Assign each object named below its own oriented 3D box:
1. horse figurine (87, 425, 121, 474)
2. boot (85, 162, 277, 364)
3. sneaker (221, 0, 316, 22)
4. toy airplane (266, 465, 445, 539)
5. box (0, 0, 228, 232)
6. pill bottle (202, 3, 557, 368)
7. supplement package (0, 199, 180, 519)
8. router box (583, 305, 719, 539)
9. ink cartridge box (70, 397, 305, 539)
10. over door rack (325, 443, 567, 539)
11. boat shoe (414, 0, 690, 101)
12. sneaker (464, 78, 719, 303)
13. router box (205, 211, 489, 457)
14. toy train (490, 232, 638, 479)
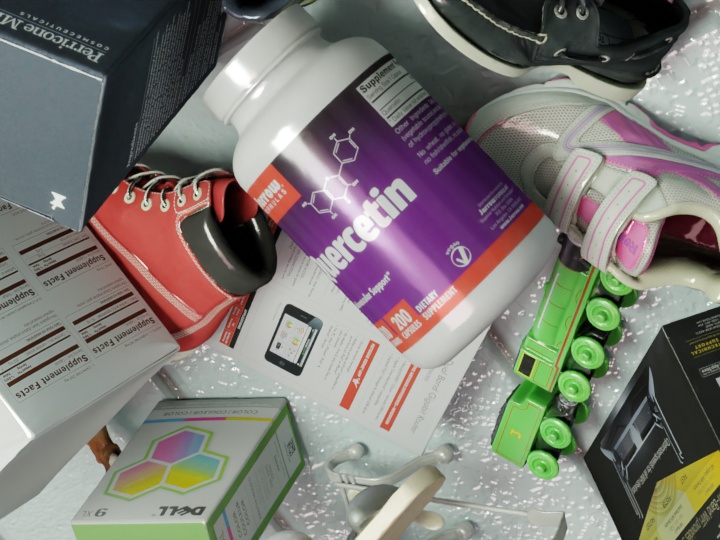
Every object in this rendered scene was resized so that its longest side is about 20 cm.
[{"bbox_3d":[-0.231,0.063,1.276,0.199,0.050,0.133,35,162,6],"label":"horse figurine"},{"bbox_3d":[-0.133,-0.056,1.133,0.201,0.072,0.144,53,136,4],"label":"boot"},{"bbox_3d":[-0.022,-0.213,0.995,0.073,0.081,0.201,26,127,3],"label":"sneaker"},{"bbox_3d":[-0.034,0.221,1.166,0.141,0.199,0.200,52,156,40],"label":"toy airplane"},{"bbox_3d":[-0.174,-0.139,1.036,0.147,0.200,0.108,22,129,6],"label":"box"},{"bbox_3d":[0.007,-0.049,1.023,0.200,0.112,0.112,45,129,0],"label":"pill bottle"},{"bbox_3d":[-0.258,0.044,1.127,0.200,0.147,0.191,52,127,5],"label":"supplement package"},{"bbox_3d":[0.203,0.133,1.064,0.200,0.052,0.158,104,146,-63],"label":"router box"},{"bbox_3d":[-0.122,0.163,1.225,0.103,0.200,0.060,-4,118,24],"label":"ink cartridge box"},{"bbox_3d":[0.076,0.199,1.244,0.199,0.067,0.149,13,130,40],"label":"over door rack"},{"bbox_3d":[0.104,-0.138,0.947,0.199,0.075,0.066,15,138,-44],"label":"boat shoe"},{"bbox_3d":[0.148,-0.043,1.040,0.199,0.088,0.082,18,128,11],"label":"sneaker"},{"bbox_3d":[0.000,0.000,1.158,0.179,0.049,0.201,28,129,2],"label":"router box"},{"bbox_3d":[0.128,0.050,1.148,0.056,0.042,0.201,28,130,16],"label":"toy train"}]
